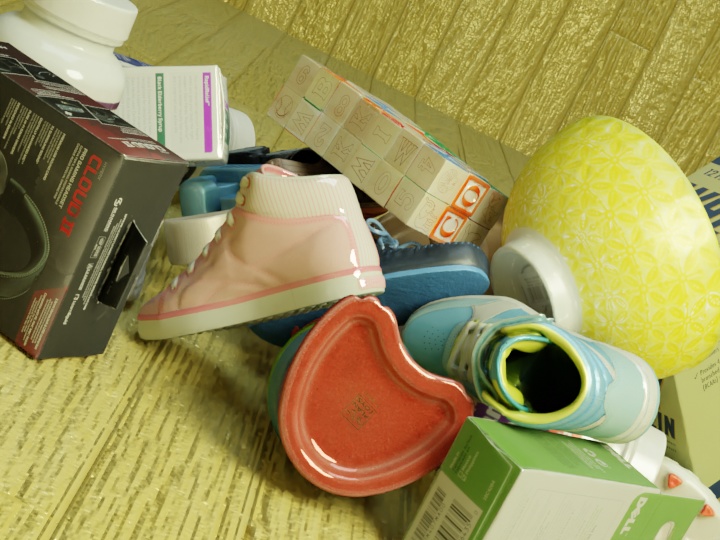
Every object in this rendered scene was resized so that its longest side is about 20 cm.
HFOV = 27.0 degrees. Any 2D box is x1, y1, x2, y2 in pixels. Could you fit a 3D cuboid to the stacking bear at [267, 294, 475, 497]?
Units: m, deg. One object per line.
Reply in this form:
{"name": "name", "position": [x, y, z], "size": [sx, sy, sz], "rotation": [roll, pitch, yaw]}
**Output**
{"name": "stacking bear", "position": [-0.011, 0.078, 1.030], "size": [0.122, 0.114, 0.200], "rotation": [46, -1, -10]}

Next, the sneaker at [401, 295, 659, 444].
{"name": "sneaker", "position": [0.088, 0.054, 0.992], "size": [0.198, 0.080, 0.130], "rotation": [14, -2, 35]}

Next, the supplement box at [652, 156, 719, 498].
{"name": "supplement box", "position": [0.296, 0.047, 1.251], "size": [0.199, 0.201, 0.134], "rotation": [-30, 33, -20]}

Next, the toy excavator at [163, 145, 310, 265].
{"name": "toy excavator", "position": [-0.115, -0.041, 1.279], "size": [0.199, 0.101, 0.193], "rotation": [-16, 13, -38]}

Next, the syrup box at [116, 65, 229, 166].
{"name": "syrup box", "position": [-0.211, -0.127, 1.259], "size": [0.197, 0.083, 0.079], "rotation": [0, 1, -2]}

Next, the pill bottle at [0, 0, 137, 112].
{"name": "pill bottle", "position": [-0.242, -0.121, 1.115], "size": [0.111, 0.202, 0.112], "rotation": [25, 13, -6]}

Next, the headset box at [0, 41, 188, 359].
{"name": "headset box", "position": [-0.219, -0.046, 0.998], "size": [0.199, 0.150, 0.077], "rotation": [34, 16, 24]}

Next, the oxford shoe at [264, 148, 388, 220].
{"name": "oxford shoe", "position": [-0.024, -0.071, 1.266], "size": [0.074, 0.071, 0.200], "rotation": [71, 20, 0]}

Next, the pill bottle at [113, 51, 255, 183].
{"name": "pill bottle", "position": [-0.203, -0.141, 1.459], "size": [0.199, 0.112, 0.111], "rotation": [15, 17, -42]}

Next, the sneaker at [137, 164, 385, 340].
{"name": "sneaker", "position": [-0.078, -0.014, 1.049], "size": [0.198, 0.106, 0.075], "rotation": [-14, -3, 30]}

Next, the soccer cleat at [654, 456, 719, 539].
{"name": "soccer cleat", "position": [0.212, 0.166, 1.224], "size": [0.199, 0.070, 0.077], "rotation": [28, 10, 15]}

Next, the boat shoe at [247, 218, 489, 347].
{"name": "boat shoe", "position": [0.000, 0.000, 1.113], "size": [0.198, 0.069, 0.084], "rotation": [-10, -34, 22]}

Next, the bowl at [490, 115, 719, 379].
{"name": "bowl", "position": [0.159, 0.000, 1.092], "size": [0.107, 0.202, 0.200], "rotation": [-23, 39, -23]}

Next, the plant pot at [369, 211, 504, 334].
{"name": "plant pot", "position": [0.080, 0.037, 1.296], "size": [0.200, 0.200, 0.093], "rotation": [38, -26, 38]}

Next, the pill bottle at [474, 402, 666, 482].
{"name": "pill bottle", "position": [0.126, 0.116, 1.140], "size": [0.198, 0.112, 0.111], "rotation": [27, 13, 0]}

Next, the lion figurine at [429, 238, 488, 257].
{"name": "lion figurine", "position": [0.033, 0.006, 1.213], "size": [0.123, 0.198, 0.073], "rotation": [-116, -179, -61]}

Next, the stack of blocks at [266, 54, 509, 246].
{"name": "stack of blocks", "position": [0.028, -0.088, 1.193], "size": [0.115, 0.059, 0.200], "rotation": [25, 12, -46]}

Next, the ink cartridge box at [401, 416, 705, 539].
{"name": "ink cartridge box", "position": [0.127, 0.165, 0.975], "size": [0.199, 0.105, 0.059], "rotation": [14, 19, -42]}

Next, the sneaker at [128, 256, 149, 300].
{"name": "sneaker", "position": [-0.184, -0.051, 1.187], "size": [0.077, 0.100, 0.200], "rotation": [22, 14, -19]}
